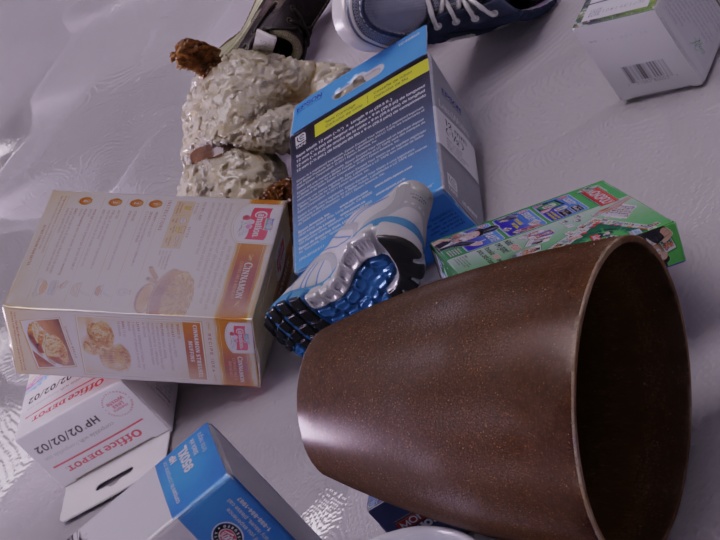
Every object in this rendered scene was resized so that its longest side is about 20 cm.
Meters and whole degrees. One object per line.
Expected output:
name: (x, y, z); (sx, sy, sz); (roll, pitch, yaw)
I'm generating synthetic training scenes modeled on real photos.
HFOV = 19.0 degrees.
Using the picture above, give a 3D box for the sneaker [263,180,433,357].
sneaker: (0.000, 0.000, 1.598); (0.200, 0.075, 0.087); (-40, 21, 49)

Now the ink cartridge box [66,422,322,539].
ink cartridge box: (-0.124, 0.222, 1.402); (0.200, 0.145, 0.084); (-39, 27, 3)

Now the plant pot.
plant pot: (0.070, 0.076, 1.270); (0.199, 0.187, 0.187); (-2, 45, 29)

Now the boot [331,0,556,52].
boot: (0.071, -0.225, 1.774); (0.090, 0.073, 0.199); (-7, 6, 43)

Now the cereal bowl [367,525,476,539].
cereal bowl: (0.022, 0.250, 1.247); (0.200, 0.083, 0.200); (-31, 29, 20)

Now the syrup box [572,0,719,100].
syrup box: (0.242, -0.231, 1.643); (0.078, 0.082, 0.200); (-9, 42, 42)

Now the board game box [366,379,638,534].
board game box: (0.094, 0.066, 1.437); (0.200, 0.062, 0.200); (-33, 30, 16)

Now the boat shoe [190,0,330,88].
boat shoe: (-0.077, -0.218, 2.045); (0.065, 0.073, 0.200); (20, 68, 46)

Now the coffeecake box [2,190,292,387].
coffeecake box: (-0.165, 0.012, 1.718); (0.199, 0.073, 0.154); (3, 39, 9)

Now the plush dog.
plush dog: (-0.103, -0.095, 1.843); (0.199, 0.160, 0.173); (-14, 63, 41)

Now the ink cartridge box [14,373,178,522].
ink cartridge box: (-0.212, 0.098, 1.765); (0.115, 0.068, 0.200); (-30, 31, 21)

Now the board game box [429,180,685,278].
board game box: (0.126, -0.013, 1.433); (0.134, 0.029, 0.200); (-19, 11, -3)

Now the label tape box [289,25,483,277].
label tape box: (0.018, -0.082, 1.707); (0.143, 0.066, 0.201); (-29, 38, 23)
